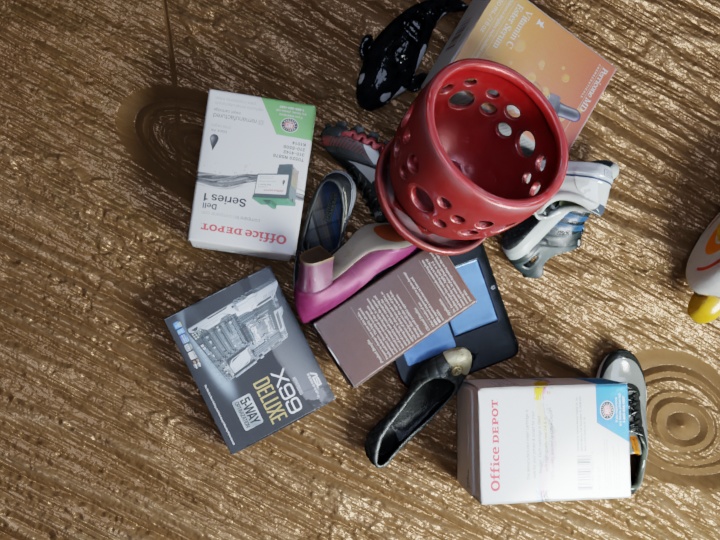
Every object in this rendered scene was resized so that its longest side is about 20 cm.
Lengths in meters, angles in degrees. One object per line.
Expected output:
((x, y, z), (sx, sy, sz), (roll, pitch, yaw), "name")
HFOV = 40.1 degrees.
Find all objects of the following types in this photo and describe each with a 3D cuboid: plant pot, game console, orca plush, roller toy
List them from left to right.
((0.068, -0.304, 1.341), (0.199, 0.071, 0.106), (-38, 92, -6), "orca plush")
((0.109, 0.050, 1.355), (0.175, 0.031, 0.202), (-19, 91, -6), "game console")
((0.127, -0.131, 1.218), (0.199, 0.182, 0.202), (9, 66, -22), "plant pot")
((0.536, -0.019, 1.329), (0.139, 0.200, 0.183), (36, 50, -4), "roller toy")

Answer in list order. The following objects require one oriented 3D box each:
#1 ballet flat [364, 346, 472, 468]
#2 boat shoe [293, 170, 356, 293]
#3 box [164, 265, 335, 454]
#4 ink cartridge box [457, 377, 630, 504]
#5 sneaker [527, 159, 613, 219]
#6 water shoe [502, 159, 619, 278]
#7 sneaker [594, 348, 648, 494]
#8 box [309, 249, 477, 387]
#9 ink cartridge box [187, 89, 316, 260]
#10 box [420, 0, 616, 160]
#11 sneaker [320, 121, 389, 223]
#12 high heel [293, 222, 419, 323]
((0.082, 0.184, 1.312), (0.066, 0.057, 0.200), (35, 102, -25), "ballet flat")
((-0.051, -0.032, 1.302), (0.069, 0.066, 0.202), (19, 102, 11), "boat shoe")
((-0.146, 0.118, 1.315), (0.157, 0.050, 0.201), (-26, 91, -7), "box")
((0.235, 0.219, 1.305), (0.198, 0.145, 0.149), (0, 88, -6), "ink cartridge box")
((0.233, -0.107, 1.309), (0.199, 0.073, 0.071), (4, 76, 36), "sneaker")
((0.283, -0.072, 1.369), (0.200, 0.071, 0.079), (-39, 116, -4), "water shoe")
((0.366, 0.209, 1.353), (0.073, 0.079, 0.202), (0, 87, -4), "sneaker")
((0.042, 0.056, 1.297), (0.199, 0.075, 0.101), (-33, 93, -10), "box")
((-0.143, -0.122, 1.306), (0.145, 0.084, 0.202), (7, 87, -5), "ink cartridge box")
((0.210, -0.258, 1.324), (0.199, 0.106, 0.153), (32, 85, -12), "box")
((0.024, -0.121, 1.330), (0.199, 0.071, 0.098), (31, 83, -6), "sneaker")
((0.000, 0.000, 1.284), (0.198, 0.067, 0.097), (-14, 129, -27), "high heel")
